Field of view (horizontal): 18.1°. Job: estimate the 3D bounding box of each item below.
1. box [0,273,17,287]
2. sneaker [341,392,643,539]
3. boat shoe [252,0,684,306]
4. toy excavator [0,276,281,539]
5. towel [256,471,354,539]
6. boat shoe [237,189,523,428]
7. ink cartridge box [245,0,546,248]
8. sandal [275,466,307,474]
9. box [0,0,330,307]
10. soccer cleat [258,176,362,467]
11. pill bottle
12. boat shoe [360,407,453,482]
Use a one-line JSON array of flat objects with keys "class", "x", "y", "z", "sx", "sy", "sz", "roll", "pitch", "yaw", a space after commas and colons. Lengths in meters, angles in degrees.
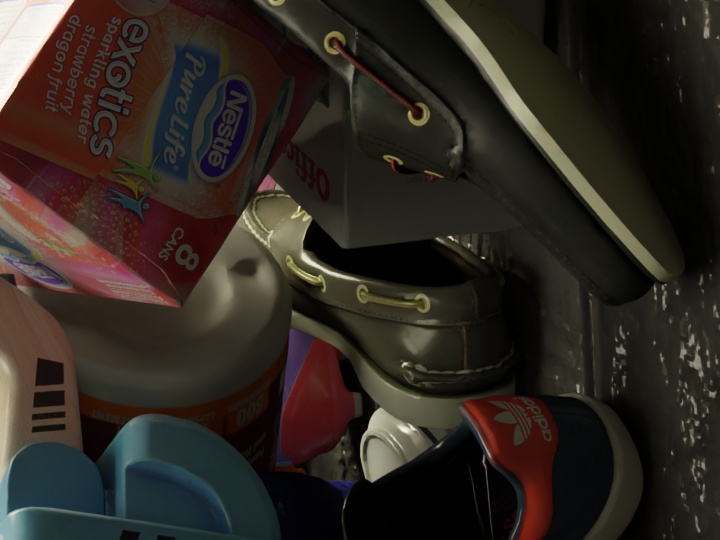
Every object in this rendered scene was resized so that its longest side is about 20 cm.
[{"class": "box", "x": -0.154, "y": 0.110, "z": 0.907, "sx": 0.200, "sy": 0.049, "sz": 0.163, "roll": 129, "pitch": 131, "yaw": -66}, {"class": "sneaker", "x": 0.014, "y": 0.120, "z": 0.818, "sx": 0.201, "sy": 0.084, "sz": 0.075, "roll": -58, "pitch": 46, "yaw": 20}, {"class": "boat shoe", "x": 0.026, "y": -0.063, "z": 0.749, "sx": 0.202, "sy": 0.063, "sz": 0.074, "roll": 47, "pitch": -161, "yaw": 2}, {"class": "toy excavator", "x": -0.101, "y": 0.077, "z": 0.784, "sx": 0.100, "sy": 0.193, "sz": 0.201, "roll": 128, "pitch": 146, "yaw": -48}, {"class": "towel", "x": -0.033, "y": 0.159, "z": 0.948, "sx": 0.200, "sy": 0.049, "sz": 0.149, "roll": 31, "pitch": -116, "yaw": -76}, {"class": "boat shoe", "x": 0.003, "y": -0.001, "z": 0.938, "sx": 0.202, "sy": 0.072, "sz": 0.061, "roll": 37, "pitch": 132, "yaw": 55}, {"class": "ink cartridge box", "x": 0.007, "y": -0.127, "z": 0.859, "sx": 0.145, "sy": 0.087, "sz": 0.202, "roll": -134, "pitch": 39, "yaw": -58}, {"class": "sandal", "x": -0.086, "y": 0.095, "z": 1.088, "sx": 0.059, "sy": 0.079, "sz": 0.207, "roll": -31, "pitch": 104, "yaw": 32}, {"class": "box", "x": -0.113, "y": -0.056, "z": 0.826, "sx": 0.103, "sy": 0.095, "sz": 0.199, "roll": -58, "pitch": 26, "yaw": -15}, {"class": "soccer cleat", "x": -0.057, "y": -0.002, "z": 1.088, "sx": 0.067, "sy": 0.076, "sz": 0.202, "roll": 127, "pitch": 131, "yaw": -60}, {"class": "pill bottle", "x": -0.092, "y": 0.082, "z": 0.961, "sx": 0.115, "sy": 0.113, "sz": 0.201, "roll": -118, "pitch": 27, "yaw": -45}, {"class": "boat shoe", "x": 0.029, "y": 0.126, "z": 0.910, "sx": 0.201, "sy": 0.066, "sz": 0.074, "roll": -119, "pitch": 30, "yaw": -46}]
